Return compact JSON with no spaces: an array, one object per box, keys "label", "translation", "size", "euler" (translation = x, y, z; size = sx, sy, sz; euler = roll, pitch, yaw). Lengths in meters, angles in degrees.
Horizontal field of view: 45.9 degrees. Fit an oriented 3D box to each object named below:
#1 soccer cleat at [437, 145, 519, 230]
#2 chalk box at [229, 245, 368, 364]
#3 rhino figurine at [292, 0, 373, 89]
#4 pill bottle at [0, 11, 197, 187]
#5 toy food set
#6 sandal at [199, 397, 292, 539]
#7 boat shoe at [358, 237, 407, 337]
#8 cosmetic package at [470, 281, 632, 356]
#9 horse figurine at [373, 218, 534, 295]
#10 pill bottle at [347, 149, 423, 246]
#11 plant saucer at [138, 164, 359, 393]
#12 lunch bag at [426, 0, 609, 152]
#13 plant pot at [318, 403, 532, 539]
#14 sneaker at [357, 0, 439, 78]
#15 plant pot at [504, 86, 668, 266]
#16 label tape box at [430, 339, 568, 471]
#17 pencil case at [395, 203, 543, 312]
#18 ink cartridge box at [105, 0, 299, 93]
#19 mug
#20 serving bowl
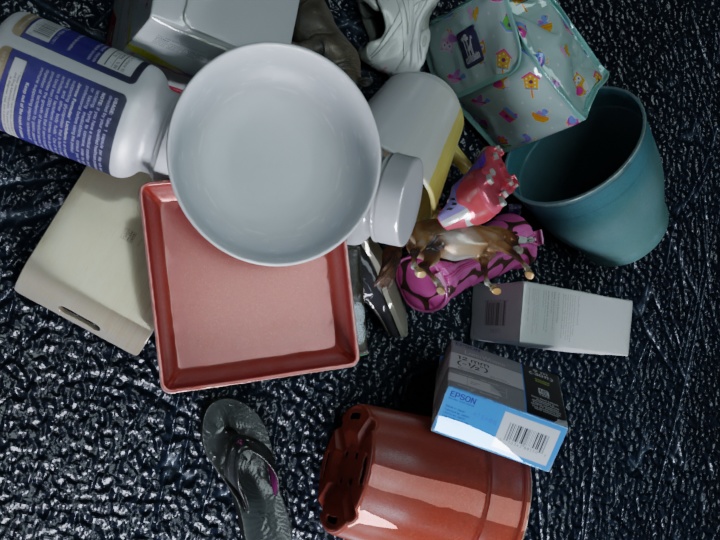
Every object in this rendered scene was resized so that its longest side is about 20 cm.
[{"label":"soccer cleat","translation":[0.139,-0.098,1.005],"size":[0.067,0.076,0.200],"euler":[60,21,-10]},{"label":"chalk box","translation":[-0.108,0.042,0.938],"size":[0.197,0.123,0.127],"euler":[-5,91,-29]},{"label":"rhino figurine","translation":[-0.047,-0.253,0.989],"size":[0.087,0.060,0.202],"euler":[-23,72,-26]},{"label":"pill bottle","translation":[-0.257,-0.161,0.832],"size":[0.197,0.116,0.117],"euler":[22,76,-6]},{"label":"toy food set","translation":[-0.250,-0.032,0.904],"size":[0.142,0.060,0.202],"euler":[30,72,-13]},{"label":"sandal","translation":[-0.119,0.236,0.964],"size":[0.075,0.048,0.203],"euler":[-25,101,-28]},{"label":"boat shoe","translation":[0.000,0.000,1.051],"size":[0.062,0.073,0.202],"euler":[-21,109,15]},{"label":"cosmetic package","translation":[0.260,0.067,1.156],"size":[0.197,0.112,0.083],"euler":[8,84,-31]},{"label":"horse figurine","translation":[0.109,-0.021,0.983],"size":[0.196,0.133,0.051],"euler":[-1,124,-9]},{"label":"pill bottle","translation":[-0.038,-0.092,0.931],"size":[0.197,0.114,0.116],"euler":[13,79,15]},{"label":"plant saucer","translation":[-0.109,0.006,0.844],"size":[0.196,0.037,0.204],"euler":[-7,92,-13]},{"label":"lunch bag","translation":[0.189,-0.267,1.094],"size":[0.200,0.169,0.123],"euler":[42,61,-21]},{"label":"plant pot","translation":[0.065,0.253,1.000],"size":[0.193,0.200,0.204],"euler":[20,78,-19]},{"label":"sneaker","translation":[0.048,-0.344,1.072],"size":[0.098,0.078,0.203],"euler":[17,79,-25]},{"label":"plant pot","translation":[0.326,-0.111,1.166],"size":[0.188,0.198,0.202],"euler":[46,67,-37]},{"label":"label tape box","translation":[0.164,0.143,1.023],"size":[0.141,0.200,0.067],"euler":[19,112,2]},{"label":"pencil case","translation":[0.142,-0.013,1.087],"size":[0.198,0.093,0.092],"euler":[-25,109,-35]},{"label":"ink cartridge box","translation":[-0.163,-0.272,0.874],"size":[0.143,0.199,0.148],"euler":[14,81,-28]},{"label":"mug","translation":[0.059,-0.147,1.048],"size":[0.154,0.148,0.188],"euler":[-60,145,-27]},{"label":"serving bowl","translation":[-0.082,-0.105,0.800],"size":[0.197,0.066,0.204],"euler":[0,89,-12]}]
